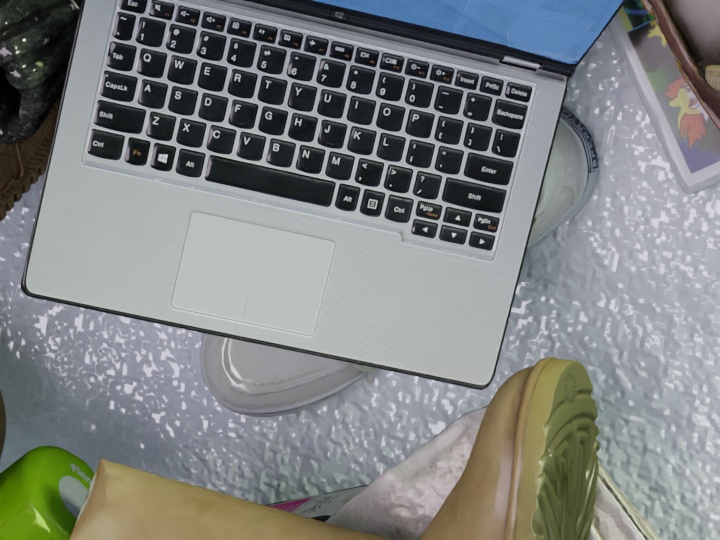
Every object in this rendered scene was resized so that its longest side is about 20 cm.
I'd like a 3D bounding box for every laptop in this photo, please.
[{"bbox_3d":[-0.009,-0.057,0.843,0.186,0.116,0.202,12,100,-10],"label":"laptop"}]

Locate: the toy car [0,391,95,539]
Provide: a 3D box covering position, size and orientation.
[{"bbox_3d":[-0.212,0.067,1.034,0.164,0.158,0.201,-35,41,23],"label":"toy car"}]

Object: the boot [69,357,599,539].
[{"bbox_3d":[-0.017,0.103,0.908,0.199,0.066,0.177,11,104,22],"label":"boot"}]

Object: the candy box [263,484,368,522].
[{"bbox_3d":[-0.031,0.171,1.030,0.199,0.061,0.137,-12,94,23],"label":"candy box"}]

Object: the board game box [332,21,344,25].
[{"bbox_3d":[0.033,-0.182,0.882,0.134,0.034,0.201,19,113,-25],"label":"board game box"}]

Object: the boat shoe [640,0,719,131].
[{"bbox_3d":[0.151,-0.072,0.877,0.072,0.072,0.201,-32,88,25],"label":"boat shoe"}]

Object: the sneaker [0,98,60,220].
[{"bbox_3d":[-0.202,-0.054,0.996,0.112,0.200,0.072,21,137,23],"label":"sneaker"}]

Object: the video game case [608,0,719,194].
[{"bbox_3d":[0.163,-0.155,0.907,0.181,0.022,0.201,-24,92,25],"label":"video game case"}]

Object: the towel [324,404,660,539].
[{"bbox_3d":[0.032,0.148,0.949,0.200,0.034,0.133,-41,82,22],"label":"towel"}]

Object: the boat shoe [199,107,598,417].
[{"bbox_3d":[0.003,0.004,0.969,0.201,0.086,0.075,-31,88,24],"label":"boat shoe"}]

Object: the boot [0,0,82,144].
[{"bbox_3d":[-0.087,-0.099,0.938,0.210,0.158,0.080,23,123,10],"label":"boot"}]
